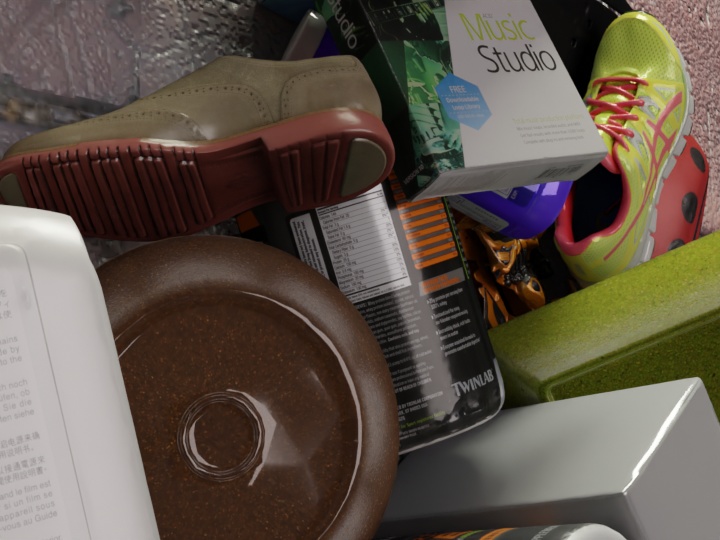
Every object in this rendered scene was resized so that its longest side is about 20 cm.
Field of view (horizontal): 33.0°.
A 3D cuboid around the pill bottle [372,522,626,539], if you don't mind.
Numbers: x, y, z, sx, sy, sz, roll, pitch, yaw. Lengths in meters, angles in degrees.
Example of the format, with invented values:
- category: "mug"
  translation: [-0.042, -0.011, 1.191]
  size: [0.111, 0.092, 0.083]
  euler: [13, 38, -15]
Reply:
- category: "pill bottle"
  translation: [0.046, 0.190, 0.629]
  size: [0.106, 0.199, 0.107]
  euler: [17, 66, -44]

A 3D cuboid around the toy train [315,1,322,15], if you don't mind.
- category: "toy train"
  translation: [0.035, -0.208, 0.781]
  size: [0.056, 0.042, 0.200]
  euler: [37, 49, -4]

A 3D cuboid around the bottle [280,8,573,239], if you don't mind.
- category: "bottle"
  translation: [0.043, -0.097, 0.776]
  size: [0.199, 0.065, 0.084]
  euler: [27, 68, -12]

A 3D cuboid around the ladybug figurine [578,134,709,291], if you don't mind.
- category: "ladybug figurine"
  translation: [0.221, -0.028, 0.937]
  size: [0.136, 0.071, 0.202]
  euler: [25, 78, -68]

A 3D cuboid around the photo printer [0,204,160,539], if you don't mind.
- category: "photo printer"
  translation: [-0.175, 0.075, 0.499]
  size: [0.165, 0.069, 0.202]
  euler: [-13, 87, -26]

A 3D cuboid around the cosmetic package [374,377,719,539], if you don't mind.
- category: "cosmetic package"
  translation: [0.132, 0.190, 0.722]
  size: [0.123, 0.198, 0.201]
  euler: [-37, 105, -46]

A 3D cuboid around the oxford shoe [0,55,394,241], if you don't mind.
- category: "oxford shoe"
  translation: [-0.085, -0.066, 0.618]
  size: [0.198, 0.071, 0.075]
  euler: [-6, 56, -6]

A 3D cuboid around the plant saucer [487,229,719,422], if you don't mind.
- category: "plant saucer"
  translation: [0.200, 0.098, 0.775]
  size: [0.201, 0.199, 0.048]
  euler: [64, 12, -12]

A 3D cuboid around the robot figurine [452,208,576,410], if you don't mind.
- category: "robot figurine"
  translation: [0.112, 0.030, 0.853]
  size: [0.145, 0.058, 0.201]
  euler: [-37, 106, -47]

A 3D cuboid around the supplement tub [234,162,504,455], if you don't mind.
- category: "supplement tub"
  translation: [0.000, 0.000, 0.697]
  size: [0.122, 0.122, 0.202]
  euler: [-16, 90, -48]

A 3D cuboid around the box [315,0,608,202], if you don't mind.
- category: "box"
  translation: [0.046, -0.139, 0.693]
  size: [0.144, 0.036, 0.201]
  euler: [-10, 68, -42]

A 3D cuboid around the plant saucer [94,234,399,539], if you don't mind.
- category: "plant saucer"
  translation: [-0.070, 0.080, 0.591]
  size: [0.198, 0.037, 0.203]
  euler: [2, 82, -16]

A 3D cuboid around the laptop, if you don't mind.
- category: "laptop"
  translation: [0.129, -0.184, 0.913]
  size: [0.177, 0.103, 0.202]
  euler: [16, 92, -47]

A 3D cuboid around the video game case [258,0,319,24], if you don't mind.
- category: "video game case"
  translation: [0.019, -0.233, 0.846]
  size: [0.199, 0.045, 0.183]
  euler: [20, 63, -42]

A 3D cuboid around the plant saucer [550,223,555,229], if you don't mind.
- category: "plant saucer"
  translation: [0.165, -0.132, 0.978]
  size: [0.199, 0.036, 0.202]
  euler: [16, 67, -43]

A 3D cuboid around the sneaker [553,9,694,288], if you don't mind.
- category: "sneaker"
  translation: [0.176, -0.088, 0.839]
  size: [0.090, 0.078, 0.202]
  euler: [20, 76, -56]
